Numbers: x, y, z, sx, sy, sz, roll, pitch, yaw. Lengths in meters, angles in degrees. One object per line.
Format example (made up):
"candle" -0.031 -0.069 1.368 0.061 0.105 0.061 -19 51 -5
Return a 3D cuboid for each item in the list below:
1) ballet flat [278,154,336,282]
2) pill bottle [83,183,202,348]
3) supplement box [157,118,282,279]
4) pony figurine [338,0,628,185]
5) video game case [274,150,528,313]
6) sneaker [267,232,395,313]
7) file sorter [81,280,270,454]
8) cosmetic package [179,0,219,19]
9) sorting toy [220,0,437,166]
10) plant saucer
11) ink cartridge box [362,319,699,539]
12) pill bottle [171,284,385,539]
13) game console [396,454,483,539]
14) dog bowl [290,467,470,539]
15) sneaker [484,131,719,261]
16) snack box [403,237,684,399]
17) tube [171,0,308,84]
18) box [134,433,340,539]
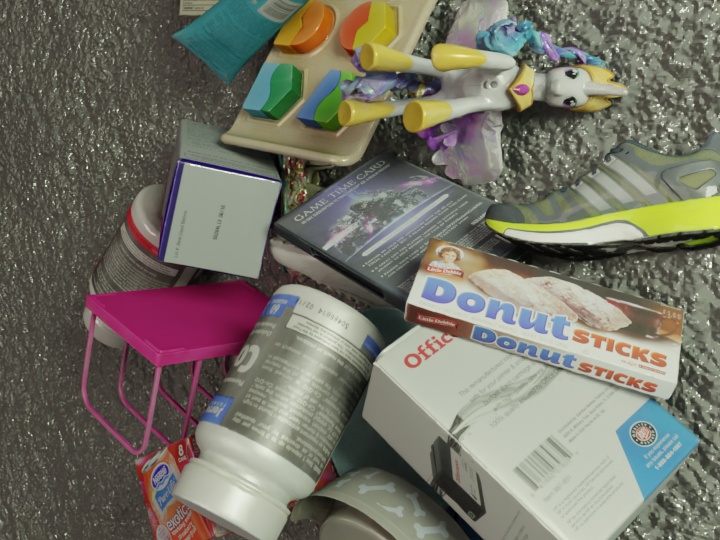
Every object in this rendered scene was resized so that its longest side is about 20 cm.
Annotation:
"ballet flat" -0.050 -0.089 0.950 0.064 0.076 0.201 -2 95 13
"pill bottle" -0.257 0.002 1.111 0.200 0.110 0.111 -51 58 32
"supplement box" -0.148 -0.079 0.948 0.200 0.103 0.102 -118 41 -66
"pony figurine" 0.086 -0.144 0.743 0.193 0.199 0.167 18 111 58
"video game case" 0.039 -0.036 0.811 0.200 0.143 0.019 30 145 40
"sneaker" 0.000 0.000 0.866 0.199 0.076 0.081 10 123 29
"file sorter" -0.173 0.100 0.974 0.139 0.199 0.126 30 114 39
"cosmetic package" -0.124 -0.366 0.986 0.103 0.087 0.201 17 104 44
"sorting toy" -0.034 -0.196 0.876 0.185 0.036 0.201 17 73 43
"plant saucer" 0.038 0.132 0.850 0.201 0.039 0.202 3 94 51
"ink cartridge box" 0.121 0.117 0.692 0.200 0.145 0.084 42 146 24
"pill bottle" -0.070 0.123 0.789 0.113 0.114 0.201 7 60 44
"game console" 0.097 0.194 0.829 0.176 0.031 0.201 15 101 43
"dog bowl" 0.030 0.259 0.809 0.200 0.059 0.201 28 138 29
"sneaker" 0.190 -0.054 0.702 0.199 0.074 0.081 -4 77 28
"snack box" 0.137 0.033 0.690 0.199 0.072 0.024 16 140 8
"tube" -0.114 -0.247 0.913 0.200 0.077 0.051 -22 31 50
"box" -0.103 0.197 0.905 0.100 0.199 0.096 -28 75 42
